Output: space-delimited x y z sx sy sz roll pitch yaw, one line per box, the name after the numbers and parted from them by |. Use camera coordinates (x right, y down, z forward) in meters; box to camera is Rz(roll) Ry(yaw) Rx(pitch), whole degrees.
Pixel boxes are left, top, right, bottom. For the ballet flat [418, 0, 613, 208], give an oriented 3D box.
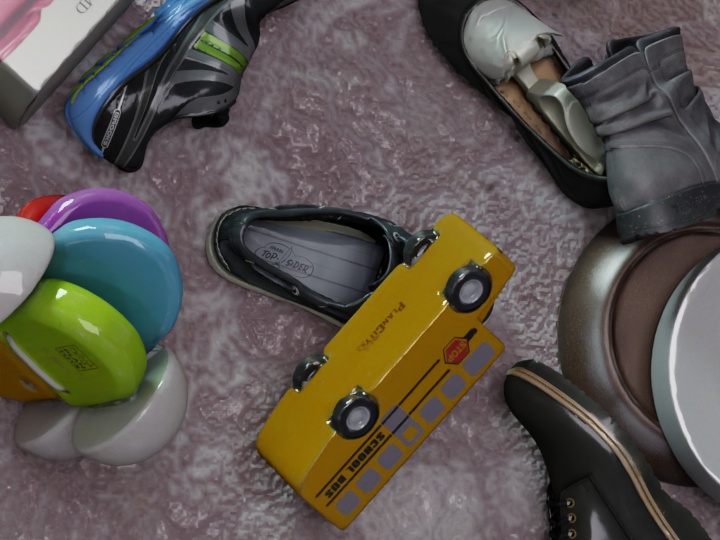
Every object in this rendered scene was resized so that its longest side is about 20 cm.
0.120 -0.130 1.794 0.068 0.068 0.200 -43 93 -15 | ballet flat

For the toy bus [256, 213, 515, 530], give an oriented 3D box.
0.023 0.064 1.707 0.200 0.065 0.078 -48 129 -1 | toy bus

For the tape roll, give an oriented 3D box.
0.294 0.071 1.793 0.202 0.037 0.204 2 81 -15 | tape roll

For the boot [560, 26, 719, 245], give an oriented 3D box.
0.226 -0.104 1.782 0.200 0.070 0.132 -19 91 -46 | boot

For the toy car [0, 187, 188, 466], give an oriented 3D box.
-0.181 0.018 1.633 0.175 0.200 0.150 46 67 -23 | toy car

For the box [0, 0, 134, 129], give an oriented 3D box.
-0.246 -0.209 1.693 0.200 0.109 0.128 41 74 -5 | box

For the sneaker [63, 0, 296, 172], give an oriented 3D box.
-0.102 -0.139 1.746 0.199 0.071 0.083 -41 107 -15 | sneaker

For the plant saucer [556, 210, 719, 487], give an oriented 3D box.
0.233 0.046 1.817 0.199 0.032 0.201 2 81 -15 | plant saucer

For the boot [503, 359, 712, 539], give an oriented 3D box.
0.132 0.171 1.752 0.138 0.077 0.200 -42 92 -11 | boot

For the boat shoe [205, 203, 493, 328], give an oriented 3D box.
0.000 -0.002 1.745 0.198 0.066 0.075 20 76 -11 | boat shoe
